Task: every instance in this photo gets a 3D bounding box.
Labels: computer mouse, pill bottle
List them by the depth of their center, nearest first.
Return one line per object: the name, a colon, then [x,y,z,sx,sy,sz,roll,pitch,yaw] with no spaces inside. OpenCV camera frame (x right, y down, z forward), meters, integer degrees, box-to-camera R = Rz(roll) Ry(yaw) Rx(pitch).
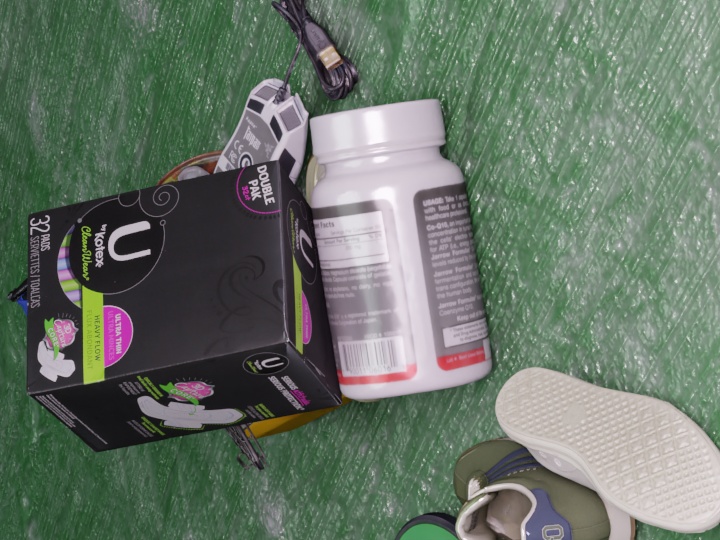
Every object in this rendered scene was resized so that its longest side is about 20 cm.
pill bottle: [0.026,-0.016,1.551,0.114,0.113,0.202,-4,95,62]
computer mouse: [-0.065,-0.114,1.740,0.110,0.044,0.201,49,125,36]

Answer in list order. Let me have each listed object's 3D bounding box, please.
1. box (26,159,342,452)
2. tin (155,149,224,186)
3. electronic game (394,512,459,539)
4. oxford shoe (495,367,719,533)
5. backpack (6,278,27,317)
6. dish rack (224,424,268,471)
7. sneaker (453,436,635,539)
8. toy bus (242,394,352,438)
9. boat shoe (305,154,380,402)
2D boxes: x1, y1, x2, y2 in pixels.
box: [-0.127,0.028,1.568,0.124,0.198,0.150,55,-152,-60]
tin: [-0.103,-0.025,1.792,0.200,0.111,0.042,50,163,44]
electronic game: [0.073,0.283,1.641,0.200,0.041,0.202,30,124,56]
oxford shoe: [0.168,0.118,1.397,0.199,0.075,0.058,24,162,49]
backpack: [-0.188,0.039,1.927,0.168,0.162,0.200,55,160,-13]
dish rack: [-0.129,0.064,1.725,0.200,0.054,0.154,46,169,45]
sneaker: [0.098,0.161,1.499,0.200,0.089,0.068,11,109,61]
toy bus: [-0.059,0.087,1.798,0.200,0.065,0.079,-32,73,60]
boat shoe: [0.000,0.000,1.647,0.066,0.073,0.202,171,89,-67]
